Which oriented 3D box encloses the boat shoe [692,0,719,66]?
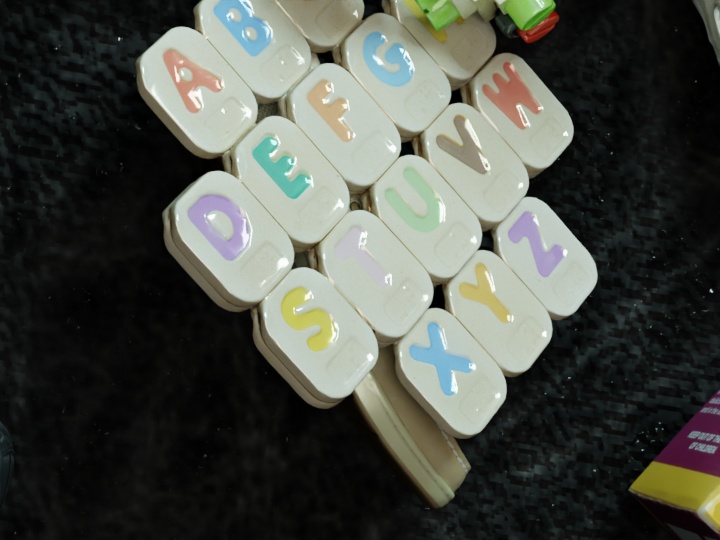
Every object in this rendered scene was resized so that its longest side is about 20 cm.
[{"bbox_3d":[0.176,-0.103,1.042,0.071,0.070,0.200,-12,95,-11],"label":"boat shoe"}]

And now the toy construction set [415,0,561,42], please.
[{"bbox_3d":[0.077,-0.154,0.984,0.200,0.131,0.092,-21,81,7],"label":"toy construction set"}]

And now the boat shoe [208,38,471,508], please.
[{"bbox_3d":[0.000,0.000,1.014,0.065,0.072,0.200,-29,90,-8],"label":"boat shoe"}]

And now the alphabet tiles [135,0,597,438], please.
[{"bbox_3d":[0.008,-0.038,0.988,0.196,0.015,0.200,48,50,-7],"label":"alphabet tiles"}]

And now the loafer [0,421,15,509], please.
[{"bbox_3d":[-0.195,0.142,0.977,0.068,0.070,0.201,26,86,-9],"label":"loafer"}]

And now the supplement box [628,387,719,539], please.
[{"bbox_3d":[0.233,0.067,1.040,0.131,0.103,0.200,44,83,-7],"label":"supplement box"}]
